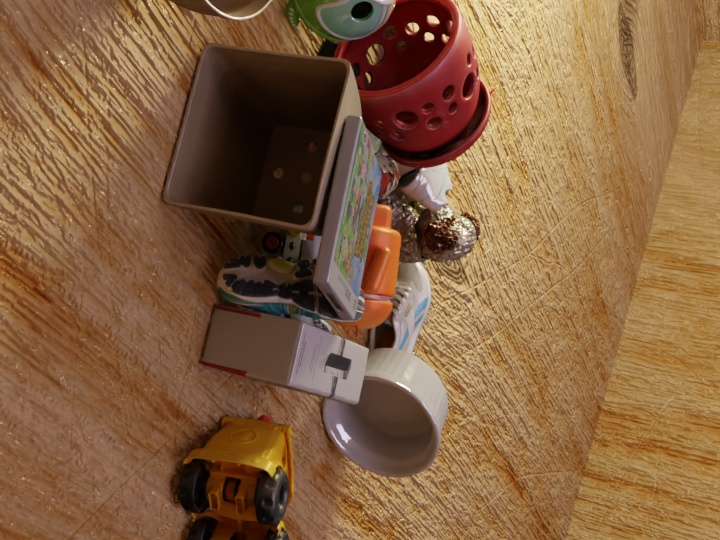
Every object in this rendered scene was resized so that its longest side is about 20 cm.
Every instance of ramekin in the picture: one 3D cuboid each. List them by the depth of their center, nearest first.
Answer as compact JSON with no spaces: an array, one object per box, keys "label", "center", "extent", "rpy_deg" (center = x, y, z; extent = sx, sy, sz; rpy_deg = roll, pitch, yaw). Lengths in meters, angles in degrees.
[{"label":"ramekin","center":[0.046,0.223,1.577],"extent":[0.098,0.197,0.204],"rpy_deg":[-54,142,-51]}]

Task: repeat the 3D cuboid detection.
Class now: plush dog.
[{"label":"plush dog","center":[0.108,-0.059,1.625],"extent":[0.199,0.169,0.164],"rpy_deg":[-24,120,-58]}]

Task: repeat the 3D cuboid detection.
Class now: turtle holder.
[{"label":"turtle holder","center":[-0.027,-0.395,1.310],"extent":[0.186,0.130,0.142],"rpy_deg":[49,63,-31]}]

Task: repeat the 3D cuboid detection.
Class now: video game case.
[{"label":"video game case","center":[-0.012,-0.058,1.195],"extent":[0.182,0.022,0.204],"rpy_deg":[61,38,-72]}]

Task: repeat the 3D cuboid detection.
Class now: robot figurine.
[{"label":"robot figurine","center":[0.000,0.000,1.486],"extent":[0.116,0.142,0.205],"rpy_deg":[9,88,-54]}]

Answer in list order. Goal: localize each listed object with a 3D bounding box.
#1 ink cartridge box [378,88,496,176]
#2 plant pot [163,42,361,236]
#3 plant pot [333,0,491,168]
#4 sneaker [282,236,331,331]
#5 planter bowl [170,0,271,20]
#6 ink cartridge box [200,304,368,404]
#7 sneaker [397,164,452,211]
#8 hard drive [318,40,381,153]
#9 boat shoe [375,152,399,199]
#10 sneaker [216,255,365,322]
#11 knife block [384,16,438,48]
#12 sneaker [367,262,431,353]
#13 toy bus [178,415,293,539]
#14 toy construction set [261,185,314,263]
[{"label":"ink cartridge box","center":[0.105,-0.222,1.555],"extent":[0.050,0.199,0.162],"rpy_deg":[46,50,-14]},{"label":"plant pot","center":[-0.098,-0.141,1.222],"extent":[0.177,0.196,0.204],"rpy_deg":[37,65,-69]},{"label":"plant pot","center":[0.079,-0.262,1.406],"extent":[0.183,0.197,0.203],"rpy_deg":[55,51,-47]},{"label":"sneaker","center":[-0.057,-0.010,1.425],"extent":[0.076,0.079,0.204],"rpy_deg":[28,72,-65]},{"label":"planter bowl","center":[-0.180,-0.371,1.043],"extent":[0.199,0.132,0.205],"rpy_deg":[-25,119,-56]},{"label":"ink cartridge box","center":[-0.096,0.116,1.329],"extent":[0.199,0.142,0.085],"rpy_deg":[31,71,-60]},{"label":"sneaker","center":[0.112,-0.159,1.601],"extent":[0.080,0.070,0.201],"rpy_deg":[44,31,-16]},{"label":"hard drive","center":[-0.023,-0.232,1.479],"extent":[0.200,0.032,0.142],"rpy_deg":[53,52,-53]},{"label":"boat shoe","center":[0.025,-0.135,1.408],"extent":[0.200,0.061,0.073],"rpy_deg":[-81,166,-82]},{"label":"sneaker","center":[-0.090,0.027,1.285],"extent":[0.080,0.196,0.079],"rpy_deg":[121,-21,-62]},{"label":"knife block","center":[0.078,-0.429,1.509],"extent":[0.200,0.063,0.178],"rpy_deg":[44,57,-31]},{"label":"sneaker","center":[0.066,0.072,1.688],"extent":[0.081,0.075,0.204],"rpy_deg":[34,66,-57]},{"label":"toy bus","center":[-0.146,0.295,1.329],"extent":[0.192,0.133,0.204],"rpy_deg":[-59,150,-62]},{"label":"toy construction set","center":[-0.067,-0.055,1.353],"extent":[0.092,0.128,0.204],"rpy_deg":[114,-15,-76]}]
